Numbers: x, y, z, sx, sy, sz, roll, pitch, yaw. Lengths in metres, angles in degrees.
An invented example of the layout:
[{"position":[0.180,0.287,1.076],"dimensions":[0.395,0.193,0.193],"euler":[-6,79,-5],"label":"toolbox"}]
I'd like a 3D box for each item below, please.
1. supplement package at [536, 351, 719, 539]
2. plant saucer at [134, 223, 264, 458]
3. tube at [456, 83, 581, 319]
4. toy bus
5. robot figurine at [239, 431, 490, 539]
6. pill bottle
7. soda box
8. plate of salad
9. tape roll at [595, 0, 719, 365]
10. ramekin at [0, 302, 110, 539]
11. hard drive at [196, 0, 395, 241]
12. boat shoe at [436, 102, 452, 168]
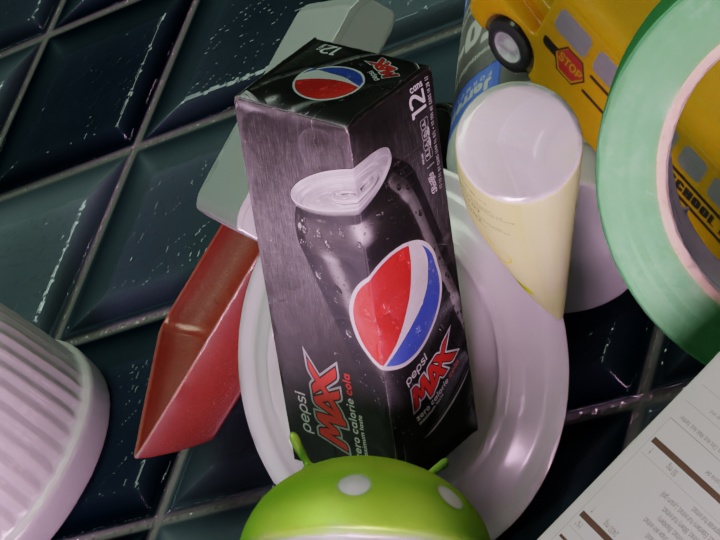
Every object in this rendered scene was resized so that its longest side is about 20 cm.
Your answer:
[{"position":[0.141,0.151,1.156],"dimensions":[0.200,0.121,0.120],"euler":[-46,31,1],"label":"supplement package"},{"position":[-0.054,-0.006,1.577],"dimensions":[0.200,0.037,0.200],"euler":[-58,11,17],"label":"plant saucer"},{"position":[0.068,-0.029,1.262],"dimensions":[0.200,0.052,0.058],"euler":[76,-155,-78],"label":"tube"},{"position":[0.142,-0.085,1.370],"dimensions":[0.065,0.200,0.078],"euler":[-32,-18,-29],"label":"toy bus"},{"position":[0.000,0.172,1.277],"dimensions":[0.116,0.175,0.200],"euler":[146,131,-59],"label":"robot figurine"},{"position":[0.103,-0.080,1.482],"dimensions":[0.114,0.114,0.200],"euler":[-26,35,30],"label":"pill bottle"},{"position":[0.000,0.000,1.322],"dimensions":[0.071,0.200,0.063],"euler":[17,40,36],"label":"soda box"},{"position":[0.023,0.046,1.427],"dimensions":[0.200,0.048,0.200],"euler":[1,92,36],"label":"plate of salad"},{"position":[0.201,-0.045,1.236],"dimensions":[0.200,0.200,0.048],"euler":[-37,8,15],"label":"tape roll"},{"position":[-0.255,0.101,1.715],"dimensions":[0.200,0.105,0.200],"euler":[-31,34,23],"label":"ramekin"},{"position":[-0.037,-0.080,1.521],"dimensions":[0.132,0.026,0.200],"euler":[-61,10,-1],"label":"hard drive"},{"position":[0.019,-0.021,1.562],"dimensions":[0.072,0.068,0.200],"euler":[-18,39,41],"label":"boat shoe"}]
